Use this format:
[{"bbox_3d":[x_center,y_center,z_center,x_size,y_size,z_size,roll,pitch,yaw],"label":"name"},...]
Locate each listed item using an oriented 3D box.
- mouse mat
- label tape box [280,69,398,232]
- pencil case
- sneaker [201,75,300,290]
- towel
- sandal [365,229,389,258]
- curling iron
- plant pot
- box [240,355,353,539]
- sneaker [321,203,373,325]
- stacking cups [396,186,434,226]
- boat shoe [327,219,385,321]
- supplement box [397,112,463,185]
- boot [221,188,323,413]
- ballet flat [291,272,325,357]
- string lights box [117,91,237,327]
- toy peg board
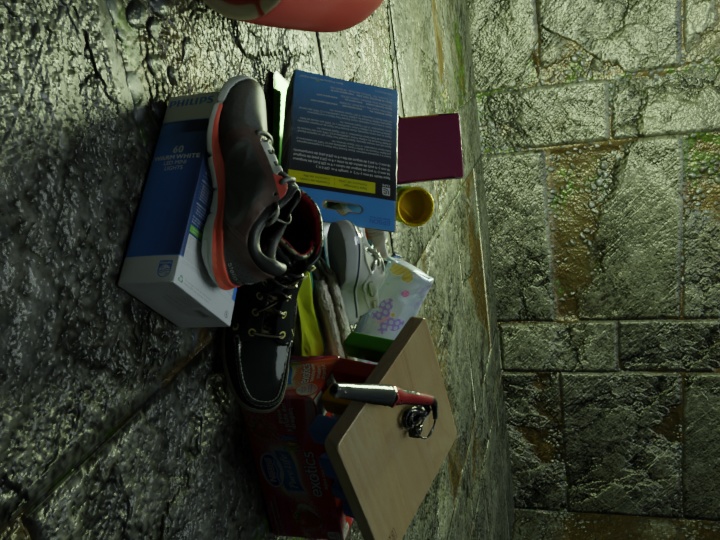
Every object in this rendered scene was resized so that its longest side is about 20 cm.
[{"bbox_3d":[-0.083,-0.169,0.958,0.200,0.008,0.161,25,64,-69],"label":"mouse mat"},{"bbox_3d":[-0.028,-0.144,0.877,0.063,0.144,0.200,143,-49,-66],"label":"label tape box"},{"bbox_3d":[0.037,0.078,1.046,0.091,0.083,0.200,15,102,-49],"label":"pencil case"},{"bbox_3d":[-0.088,-0.081,0.615,0.077,0.082,0.200,26,63,-69],"label":"sneaker"},{"bbox_3d":[-0.039,0.079,0.907,0.133,0.034,0.200,-135,-150,-71],"label":"towel"},{"bbox_3d":[0.009,-0.062,1.124,0.207,0.079,0.059,72,21,-61],"label":"sandal"},{"bbox_3d":[0.031,0.138,0.693,0.200,0.026,0.050,33,65,-54],"label":"curling iron"},{"bbox_3d":[-0.081,-0.347,0.721,0.177,0.200,0.201,-40,126,-55],"label":"plant pot"},{"bbox_3d":[-0.064,0.211,0.816,0.100,0.095,0.200,-53,136,-61],"label":"box"},{"bbox_3d":[-0.016,-0.003,0.972,0.077,0.081,0.200,-126,-157,-49],"label":"sneaker"},{"bbox_3d":[0.050,-0.108,1.091,0.200,0.060,0.061,-155,-123,-70],"label":"stacking cups"},{"bbox_3d":[0.000,0.000,0.860,0.200,0.066,0.072,87,-17,-54],"label":"boat shoe"},{"bbox_3d":[0.071,-0.195,1.113,0.200,0.131,0.103,-148,-128,-74],"label":"supplement box"},{"bbox_3d":[-0.089,0.030,0.687,0.154,0.073,0.204,135,-42,-59],"label":"boot"},{"bbox_3d":[-0.090,0.039,0.829,0.067,0.067,0.200,-33,124,-36],"label":"ballet flat"},{"bbox_3d":[-0.152,-0.057,0.645,0.103,0.059,0.200,56,36,-58],"label":"string lights box"},{"bbox_3d":[0.012,0.185,0.786,0.199,0.098,0.200,-50,134,-41],"label":"toy peg board"}]
